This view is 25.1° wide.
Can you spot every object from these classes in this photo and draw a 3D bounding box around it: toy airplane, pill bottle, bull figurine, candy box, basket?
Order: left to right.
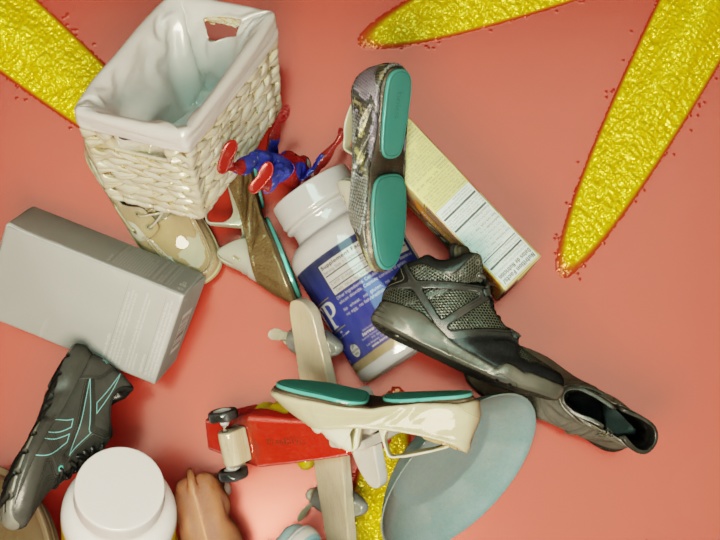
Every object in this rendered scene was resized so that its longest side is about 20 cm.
[{"bbox_3d":[-0.235,0.254,1.571,0.111,0.201,0.114,4,57,-6],"label":"pill bottle"},{"bbox_3d":[-0.172,-0.163,1.617,0.134,0.124,0.201,13,49,22],"label":"basket"},{"bbox_3d":[-0.144,0.296,1.617,0.064,0.121,0.203,-9,84,0],"label":"bull figurine"},{"bbox_3d":[-0.039,0.155,1.621,0.199,0.141,0.201,40,114,10],"label":"toy airplane"},{"bbox_3d":[0.000,0.000,1.649,0.119,0.120,0.201,-32,84,-3],"label":"pill bottle"},{"bbox_3d":[0.094,-0.062,1.656,0.055,0.115,0.200,-44,85,-3],"label":"candy box"}]

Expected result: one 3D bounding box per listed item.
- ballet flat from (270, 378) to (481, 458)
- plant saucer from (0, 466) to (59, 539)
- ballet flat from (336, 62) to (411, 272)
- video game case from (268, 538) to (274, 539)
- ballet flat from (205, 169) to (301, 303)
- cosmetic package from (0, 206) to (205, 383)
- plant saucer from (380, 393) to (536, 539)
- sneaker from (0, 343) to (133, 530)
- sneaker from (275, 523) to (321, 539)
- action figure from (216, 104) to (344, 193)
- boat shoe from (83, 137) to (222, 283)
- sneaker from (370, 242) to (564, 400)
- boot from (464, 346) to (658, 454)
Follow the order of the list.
[{"bbox_3d":[0.012,0.140,1.500,0.197,0.069,0.070,3,84,10],"label":"ballet flat"},{"bbox_3d":[-0.358,0.293,1.614,0.198,0.029,0.203,1,92,42],"label":"plant saucer"},{"bbox_3d":[0.011,-0.101,1.582,0.071,0.072,0.203,4,94,1],"label":"ballet flat"},{"bbox_3d":[-0.042,0.379,1.591,0.045,0.180,0.202,10,81,46],"label":"video game case"},{"bbox_3d":[-0.123,-0.051,1.681,0.071,0.068,0.202,-18,81,-4],"label":"ballet flat"},{"bbox_3d":[-0.273,0.023,1.653,0.198,0.090,0.108,24,108,5],"label":"cosmetic package"},{"bbox_3d":[0.088,0.192,1.607,0.201,0.201,0.039,-45,56,-4],"label":"plant saucer"},{"bbox_3d":[-0.284,0.165,1.565,0.079,0.075,0.202,29,57,-13],"label":"sneaker"},{"bbox_3d":[-0.131,0.294,1.509,0.130,0.079,0.201,38,95,29],"label":"sneaker"},{"bbox_3d":[-0.071,-0.126,1.620,0.065,0.200,0.100,33,98,10],"label":"action figure"},{"bbox_3d":[-0.220,-0.068,1.685,0.072,0.065,0.201,-38,85,-3],"label":"boat shoe"},{"bbox_3d":[0.120,0.046,1.557,0.198,0.076,0.115,27,82,2],"label":"sneaker"},{"bbox_3d":[0.202,0.123,1.628,0.198,0.131,0.068,25,84,3],"label":"boot"}]
